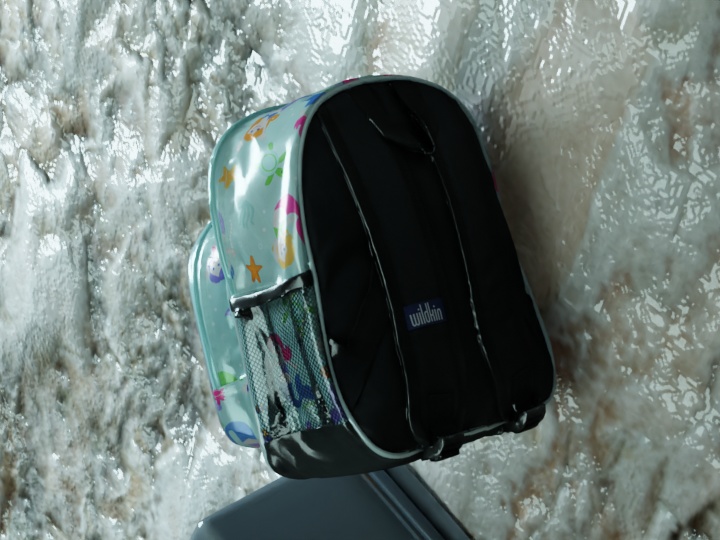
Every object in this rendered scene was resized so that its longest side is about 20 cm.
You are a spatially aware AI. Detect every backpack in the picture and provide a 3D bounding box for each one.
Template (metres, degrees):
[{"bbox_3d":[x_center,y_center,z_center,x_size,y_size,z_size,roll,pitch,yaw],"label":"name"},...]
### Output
[{"bbox_3d":[0.000,0.000,1.260,0.151,0.178,0.200,-9,93,43],"label":"backpack"}]

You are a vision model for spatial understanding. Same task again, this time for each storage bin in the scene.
[{"bbox_3d":[-0.018,0.211,1.386,0.200,0.134,0.146,49,134,24],"label":"storage bin"}]
